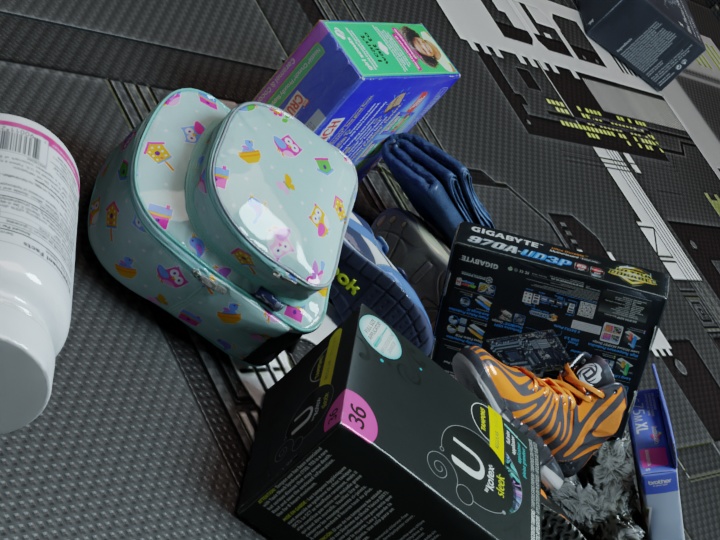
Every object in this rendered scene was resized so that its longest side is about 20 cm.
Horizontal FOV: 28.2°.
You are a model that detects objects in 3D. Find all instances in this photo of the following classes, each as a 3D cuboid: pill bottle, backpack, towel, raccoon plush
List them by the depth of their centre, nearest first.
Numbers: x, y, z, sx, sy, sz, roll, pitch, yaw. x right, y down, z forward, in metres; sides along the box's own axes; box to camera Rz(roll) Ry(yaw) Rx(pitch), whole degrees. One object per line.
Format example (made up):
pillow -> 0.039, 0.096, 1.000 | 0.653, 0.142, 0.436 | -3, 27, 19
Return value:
pill bottle -> -0.243, 0.001, 0.935 | 0.113, 0.113, 0.201 | 30, 34, -30
backpack -> -0.108, -0.045, 1.139 | 0.199, 0.153, 0.177 | 28, 51, -17
raccoon plush -> 0.230, 0.215, 1.411 | 0.134, 0.096, 0.203 | -38, 117, -75
towel -> 0.096, -0.056, 1.458 | 0.112, 0.048, 0.200 | 42, -7, 43

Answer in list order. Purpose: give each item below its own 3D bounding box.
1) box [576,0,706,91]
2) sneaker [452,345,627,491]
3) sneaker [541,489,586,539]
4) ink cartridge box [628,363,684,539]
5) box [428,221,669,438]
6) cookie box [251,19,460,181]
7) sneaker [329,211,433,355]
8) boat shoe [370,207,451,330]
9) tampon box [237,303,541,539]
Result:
box -> 0.484, -0.456, 2.521 | 0.199, 0.117, 0.198 | 30, 33, -29
sneaker -> 0.161, 0.102, 1.250 | 0.200, 0.112, 0.078 | 48, 1, -45
sneaker -> 0.126, 0.202, 1.277 | 0.200, 0.070, 0.090 | 48, -3, 16
ink cartridge box -> 0.289, 0.205, 1.398 | 0.120, 0.041, 0.202 | -88, 168, -55
box -> 0.167, 0.055, 1.315 | 0.198, 0.160, 0.046 | 14, 31, 6
cookie box -> -0.019, -0.157, 1.386 | 0.075, 0.171, 0.199 | 51, 28, 13
sneaker -> 0.000, 0.000, 1.324 | 0.200, 0.074, 0.082 | 50, 24, -3
boat shoe -> 0.091, 0.017, 1.429 | 0.201, 0.074, 0.073 | 56, 29, 11
tampon box -> 0.028, 0.159, 1.108 | 0.199, 0.126, 0.150 | 38, 29, -18
